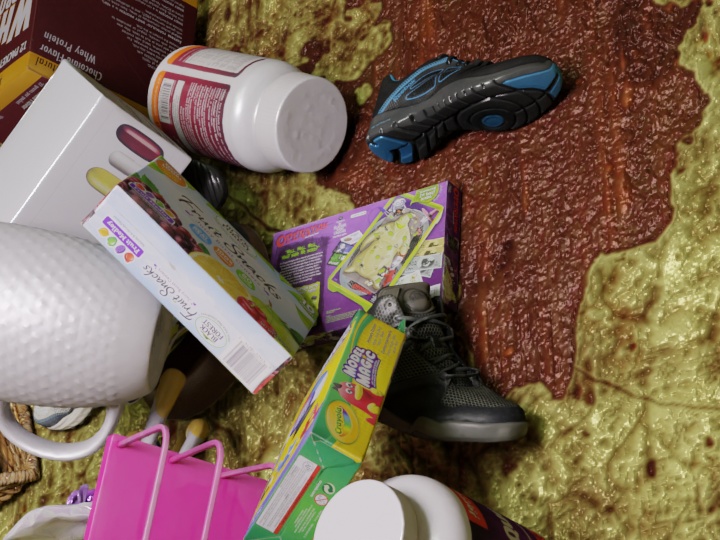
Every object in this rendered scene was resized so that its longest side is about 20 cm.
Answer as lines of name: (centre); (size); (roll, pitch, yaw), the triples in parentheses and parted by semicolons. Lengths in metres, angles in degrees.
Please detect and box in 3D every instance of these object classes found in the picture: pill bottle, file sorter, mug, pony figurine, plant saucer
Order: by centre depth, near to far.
pill bottle: (0.058, 0.213, 1.090); (0.112, 0.200, 0.113); (-20, 55, 31)
file sorter: (-0.101, 0.214, 1.206); (0.125, 0.199, 0.140); (-25, 49, 57)
mug: (-0.256, 0.067, 1.311); (0.148, 0.174, 0.202); (-70, -10, -71)
pony figurine: (-0.207, 0.212, 1.357); (0.193, 0.166, 0.201); (-55, 10, 41)
plant saucer: (-0.162, 0.043, 1.481); (0.199, 0.032, 0.202); (-26, 52, 38)
pill bottle: (-0.111, -0.156, 1.509); (0.199, 0.109, 0.110); (18, 79, 45)

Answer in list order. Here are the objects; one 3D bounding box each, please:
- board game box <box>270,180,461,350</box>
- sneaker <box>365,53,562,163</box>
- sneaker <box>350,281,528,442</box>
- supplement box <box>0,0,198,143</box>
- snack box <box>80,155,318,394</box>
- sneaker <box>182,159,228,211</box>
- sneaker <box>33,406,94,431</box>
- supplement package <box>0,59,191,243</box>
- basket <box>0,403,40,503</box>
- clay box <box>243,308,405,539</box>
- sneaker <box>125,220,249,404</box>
board game box: (0.000, 0.000, 1.384); (0.199, 0.032, 0.121); (-15, 62, 34)
sneaker: (0.087, -0.162, 1.366); (0.199, 0.073, 0.083); (-14, 57, 34)
sneaker: (0.056, 0.074, 1.244); (0.199, 0.076, 0.115); (17, 102, 49)
supplement box: (-0.292, -0.225, 1.630); (0.132, 0.196, 0.201); (-27, 51, 40)
snack box: (-0.131, 0.000, 1.308); (0.053, 0.200, 0.142); (-44, 5, 14)
sneaker: (-0.191, -0.069, 1.543); (0.199, 0.088, 0.075); (-14, 89, 40)
sneaker: (-0.288, 0.079, 1.526); (0.200, 0.086, 0.078); (-52, 35, 32)
supplement package: (-0.279, -0.075, 1.459); (0.201, 0.111, 0.156); (-54, 31, 2)
basket: (-0.441, 0.157, 1.599); (0.149, 0.142, 0.201); (-37, 48, 20)
clay box: (-0.022, 0.114, 1.154); (0.115, 0.047, 0.200); (-59, 5, 29)
sneaker: (-0.180, 0.031, 1.422); (0.200, 0.074, 0.085); (-48, 11, -2)
